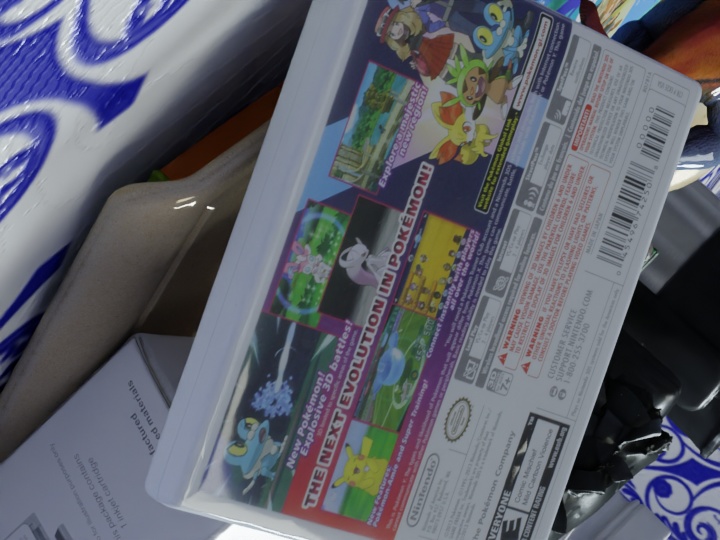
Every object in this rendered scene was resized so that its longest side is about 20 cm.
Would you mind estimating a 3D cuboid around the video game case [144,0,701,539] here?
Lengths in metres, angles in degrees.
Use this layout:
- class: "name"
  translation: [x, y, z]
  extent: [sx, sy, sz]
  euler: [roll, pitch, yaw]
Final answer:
- class: "video game case"
  translation: [0.026, 0.002, 1.028]
  extent: [0.182, 0.023, 0.201]
  euler: [20, 89, -45]

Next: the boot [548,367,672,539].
- class: "boot"
  translation: [0.055, 0.127, 1.452]
  extent: [0.162, 0.073, 0.198]
  euler: [-40, 179, -32]

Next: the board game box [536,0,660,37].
- class: "board game box"
  translation: [0.081, -0.120, 1.214]
  extent: [0.200, 0.045, 0.152]
  euler: [-40, 168, -36]

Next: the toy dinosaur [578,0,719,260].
- class: "toy dinosaur"
  translation: [0.168, -0.079, 1.176]
  extent: [0.181, 0.105, 0.200]
  euler: [-30, 174, -9]

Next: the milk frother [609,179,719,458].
- class: "milk frother"
  translation: [0.177, -0.027, 1.609]
  extent: [0.200, 0.188, 0.180]
  euler: [-51, 172, 17]

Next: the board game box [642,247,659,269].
- class: "board game box"
  translation: [0.045, 0.029, 1.499]
  extent: [0.200, 0.105, 0.023]
  euler: [-47, -171, 2]

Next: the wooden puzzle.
- class: "wooden puzzle"
  translation: [-0.043, -0.022, 1.087]
  extent: [0.200, 0.037, 0.185]
  euler: [-33, 165, -38]

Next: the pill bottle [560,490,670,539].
- class: "pill bottle"
  translation: [0.063, 0.101, 1.576]
  extent: [0.112, 0.200, 0.112]
  euler: [-45, 171, -10]

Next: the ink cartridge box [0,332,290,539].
- class: "ink cartridge box"
  translation: [-0.083, 0.115, 1.117]
  extent: [0.200, 0.083, 0.146]
  euler: [-43, 154, 27]

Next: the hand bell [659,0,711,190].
- class: "hand bell"
  translation: [0.091, -0.054, 1.310]
  extent: [0.104, 0.104, 0.200]
  euler: [-52, 174, 29]
